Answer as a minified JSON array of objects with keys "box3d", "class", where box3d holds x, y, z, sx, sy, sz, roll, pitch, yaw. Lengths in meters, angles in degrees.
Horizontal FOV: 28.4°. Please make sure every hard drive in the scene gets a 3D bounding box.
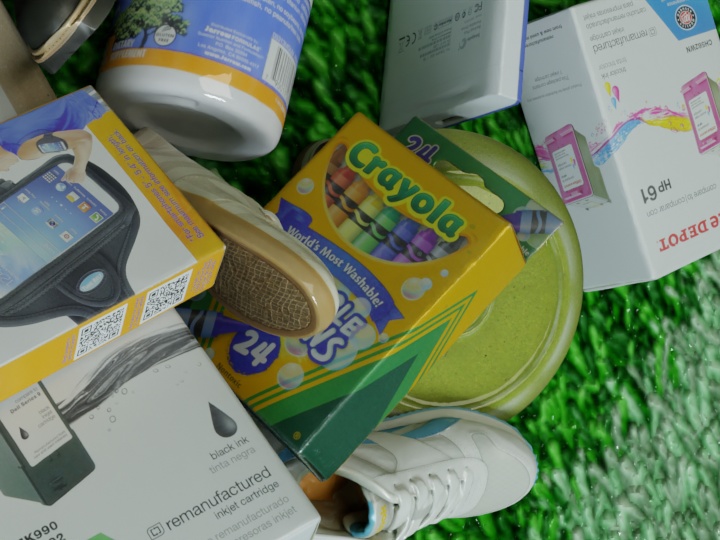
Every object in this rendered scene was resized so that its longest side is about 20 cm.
[{"box3d":[0.064,-0.194,0.928,0.025,0.132,0.201,12,77,-31],"class":"hard drive"}]

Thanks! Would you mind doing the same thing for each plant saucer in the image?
[{"box3d":[0.053,0.013,0.885,0.199,0.031,0.201,-2,97,-17],"class":"plant saucer"}]

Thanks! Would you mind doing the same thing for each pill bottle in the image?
[{"box3d":[-0.081,-0.176,0.841,0.112,0.112,0.201,21,72,-30],"class":"pill bottle"}]

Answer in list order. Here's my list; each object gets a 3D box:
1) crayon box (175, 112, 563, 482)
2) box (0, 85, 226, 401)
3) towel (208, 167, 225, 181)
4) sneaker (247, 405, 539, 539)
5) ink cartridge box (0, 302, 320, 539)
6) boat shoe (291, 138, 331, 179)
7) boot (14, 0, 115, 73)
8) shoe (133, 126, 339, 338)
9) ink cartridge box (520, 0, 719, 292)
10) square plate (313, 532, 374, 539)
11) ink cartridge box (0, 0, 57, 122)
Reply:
[{"box3d":[0.000,0.000,0.799,0.200,0.126,0.052,-46,150,-9],"class":"crayon box"},{"box3d":[-0.177,-0.003,0.676,0.200,0.042,0.119,-30,70,-35],"class":"box"},{"box3d":[-0.115,0.050,0.838,0.200,0.031,0.150,-42,108,-31],"class":"towel"},{"box3d":[0.019,0.129,0.845,0.199,0.081,0.077,3,120,-22],"class":"sneaker"},{"box3d":[-0.138,0.093,0.701,0.146,0.084,0.200,-26,65,-28],"class":"ink cartridge box"},{"box3d":[0.038,-0.008,0.926,0.201,0.066,0.072,48,60,-19],"class":"boat shoe"},{"box3d":[-0.194,-0.201,0.743,0.138,0.077,0.201,37,25,-35],"class":"boot"},{"box3d":[-0.078,-0.028,0.766,0.053,0.200,0.070,-39,139,-27],"class":"shoe"},{"box3d":[0.204,-0.101,1.040,0.144,0.084,0.201,-22,97,-34],"class":"ink cartridge box"},{"box3d":[-0.086,0.228,0.759,0.199,0.028,0.199,8,89,8],"class":"square plate"},{"box3d":[-0.257,-0.060,0.729,0.200,0.075,0.165,-37,103,-33],"class":"ink cartridge box"}]
